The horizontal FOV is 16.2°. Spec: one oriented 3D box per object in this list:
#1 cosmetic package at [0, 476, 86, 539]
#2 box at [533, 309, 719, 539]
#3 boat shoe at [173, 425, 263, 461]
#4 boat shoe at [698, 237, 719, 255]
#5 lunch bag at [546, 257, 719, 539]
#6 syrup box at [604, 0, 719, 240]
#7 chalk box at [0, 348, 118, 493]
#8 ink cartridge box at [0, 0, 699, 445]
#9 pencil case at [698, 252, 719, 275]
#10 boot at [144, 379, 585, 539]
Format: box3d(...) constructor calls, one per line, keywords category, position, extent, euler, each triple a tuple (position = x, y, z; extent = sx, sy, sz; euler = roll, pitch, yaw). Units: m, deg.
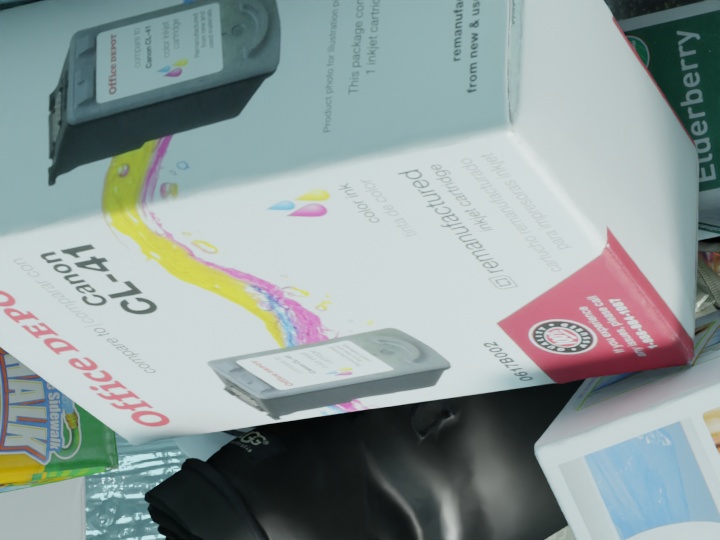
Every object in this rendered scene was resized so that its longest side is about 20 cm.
box3d(category="cosmetic package", position=(-0.232, 0.096, 1.280), extent=(0.166, 0.168, 0.200), euler=(1, 171, -14))
box3d(category="box", position=(0.172, 0.053, 0.758), extent=(0.200, 0.113, 0.101), euler=(-23, -173, 24))
box3d(category="boat shoe", position=(0.000, 0.000, 0.925), extent=(0.072, 0.068, 0.200), euler=(30, -136, 20))
box3d(category="boat shoe", position=(0.160, -0.038, 1.001), extent=(0.201, 0.074, 0.063), euler=(2, -172, -34))
box3d(category="lunch bag", position=(0.054, 0.080, 1.014), extent=(0.164, 0.118, 0.200), euler=(-27, 154, -34))
box3d(category="syrup box", position=(0.146, -0.061, 0.808), extent=(0.200, 0.079, 0.081), euler=(-10, 173, 26))
box3d(category="chalk box", position=(-0.181, 0.035, 1.056), extent=(0.200, 0.124, 0.125), euler=(-3, 172, -30))
box3d(category="ink cartridge box", position=(-0.015, -0.023, 0.750), extent=(0.200, 0.086, 0.148), euler=(-12, 148, 24))
box3d(category="pencil case", position=(0.220, -0.028, 1.157), extent=(0.089, 0.078, 0.200), euler=(15, 159, -41))
box3d(category="boot", position=(0.031, 0.098, 0.867), extent=(0.162, 0.199, 0.073), euler=(-34, -152, -17))
